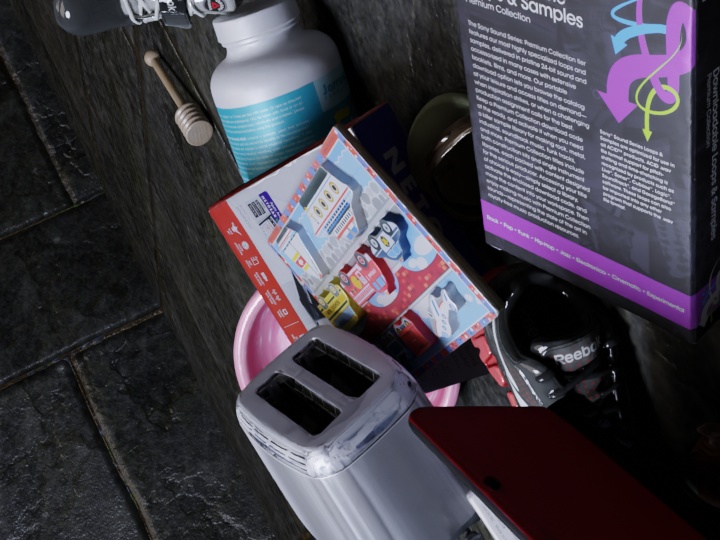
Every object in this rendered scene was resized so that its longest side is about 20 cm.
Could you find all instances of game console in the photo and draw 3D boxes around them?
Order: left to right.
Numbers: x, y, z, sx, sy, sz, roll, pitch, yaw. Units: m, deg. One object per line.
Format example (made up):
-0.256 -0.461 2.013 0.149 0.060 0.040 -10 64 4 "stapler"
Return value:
0.129 0.159 0.606 0.200 0.117 0.175 41 150 49 "game console"

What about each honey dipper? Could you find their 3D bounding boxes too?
-0.245 -0.234 1.574 0.201 0.038 0.038 55 162 40 "honey dipper"

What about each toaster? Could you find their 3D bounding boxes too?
-0.001 0.125 0.832 0.130 0.113 0.199 57 164 -28 "toaster"

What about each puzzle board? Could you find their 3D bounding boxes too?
0.006 0.003 0.810 0.151 0.017 0.200 48 154 3 "puzzle board"

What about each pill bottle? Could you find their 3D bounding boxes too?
-0.055 -0.119 0.985 0.111 0.110 0.203 31 143 63 "pill bottle"

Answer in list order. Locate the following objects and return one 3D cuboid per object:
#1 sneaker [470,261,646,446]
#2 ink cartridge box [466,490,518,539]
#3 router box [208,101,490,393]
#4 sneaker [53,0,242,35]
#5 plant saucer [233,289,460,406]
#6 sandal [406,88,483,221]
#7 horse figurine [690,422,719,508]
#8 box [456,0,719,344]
0.132 0.080 0.743 0.203 0.070 0.098 63 167 12 "sneaker"
0.174 0.217 0.798 0.201 0.045 0.175 55 -160 26 "ink cartridge box"
0.000 0.000 0.904 0.178 0.049 0.202 -24 101 46 "router box"
-0.139 -0.227 0.930 0.089 0.198 0.075 53 166 32 "sneaker"
-0.009 0.073 1.043 0.051 0.197 0.203 -67 -39 -62 "plant saucer"
0.072 -0.065 0.745 0.200 0.057 0.081 22 137 66 "sandal"
0.220 0.163 0.628 0.202 0.049 0.132 64 159 0 "horse figurine"
0.113 -0.074 0.588 0.142 0.036 0.202 30 145 40 "box"
